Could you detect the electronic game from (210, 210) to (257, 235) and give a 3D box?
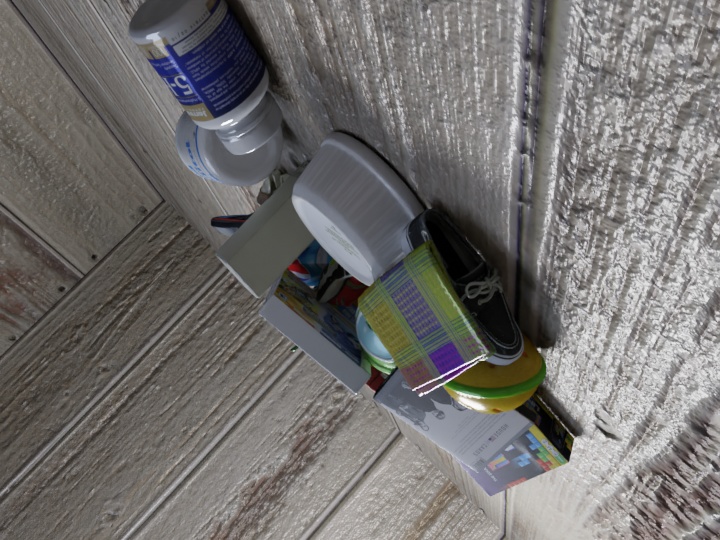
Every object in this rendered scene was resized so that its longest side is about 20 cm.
[{"bbox_3d":[-0.169,-0.087,1.338,0.199,0.195,0.043,-161,70,-66],"label":"electronic game"}]

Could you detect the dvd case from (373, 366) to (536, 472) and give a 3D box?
[{"bbox_3d":[0.133,0.197,1.085,0.198,0.025,0.151,34,130,-2],"label":"dvd case"}]

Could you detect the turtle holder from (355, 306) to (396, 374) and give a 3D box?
[{"bbox_3d":[0.066,0.090,1.124,0.187,0.138,0.134,-115,9,-46],"label":"turtle holder"}]

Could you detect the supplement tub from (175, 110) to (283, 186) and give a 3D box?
[{"bbox_3d":[-0.206,-0.201,1.150,0.133,0.132,0.199,50,167,-23],"label":"supplement tub"}]

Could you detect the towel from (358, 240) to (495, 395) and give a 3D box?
[{"bbox_3d":[0.070,0.061,0.867,0.145,0.023,0.200,57,151,7],"label":"towel"}]

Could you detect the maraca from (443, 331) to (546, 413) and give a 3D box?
[{"bbox_3d":[0.153,0.113,0.953,0.200,0.134,0.110,-144,46,-66],"label":"maraca"}]

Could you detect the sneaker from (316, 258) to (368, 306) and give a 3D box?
[{"bbox_3d":[0.000,0.000,1.193,0.083,0.079,0.200,17,150,-21],"label":"sneaker"}]

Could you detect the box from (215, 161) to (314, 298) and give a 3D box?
[{"bbox_3d":[-0.117,-0.063,1.120,0.083,0.200,0.068,50,168,-29],"label":"box"}]

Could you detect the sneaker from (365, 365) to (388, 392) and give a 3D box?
[{"bbox_3d":[0.072,0.215,1.298,0.199,0.078,0.116,40,166,40],"label":"sneaker"}]

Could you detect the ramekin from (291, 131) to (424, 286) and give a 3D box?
[{"bbox_3d":[-0.004,-0.069,0.959,0.202,0.094,0.203,44,168,12],"label":"ramekin"}]

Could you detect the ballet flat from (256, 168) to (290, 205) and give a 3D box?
[{"bbox_3d":[-0.129,-0.138,1.295,0.198,0.067,0.069,22,136,52],"label":"ballet flat"}]

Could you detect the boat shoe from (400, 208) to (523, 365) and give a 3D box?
[{"bbox_3d":[0.126,0.016,0.850,0.202,0.073,0.068,57,152,4],"label":"boat shoe"}]

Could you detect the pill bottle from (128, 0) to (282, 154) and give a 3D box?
[{"bbox_3d":[-0.183,-0.249,0.932,0.119,0.120,0.201,32,162,48],"label":"pill bottle"}]

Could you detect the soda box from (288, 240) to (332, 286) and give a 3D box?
[{"bbox_3d":[-0.096,-0.018,1.322,0.196,0.069,0.065,-2,141,34],"label":"soda box"}]

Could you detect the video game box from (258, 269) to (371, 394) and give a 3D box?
[{"bbox_3d":[-0.067,0.092,1.211,0.199,0.047,0.182,41,-172,-9],"label":"video game box"}]

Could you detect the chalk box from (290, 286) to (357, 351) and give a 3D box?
[{"bbox_3d":[-0.049,0.084,1.374,0.124,0.200,0.125,44,170,-5],"label":"chalk box"}]

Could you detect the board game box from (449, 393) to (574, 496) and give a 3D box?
[{"bbox_3d":[0.196,0.231,1.133,0.200,0.057,0.165,47,128,-6],"label":"board game box"}]
